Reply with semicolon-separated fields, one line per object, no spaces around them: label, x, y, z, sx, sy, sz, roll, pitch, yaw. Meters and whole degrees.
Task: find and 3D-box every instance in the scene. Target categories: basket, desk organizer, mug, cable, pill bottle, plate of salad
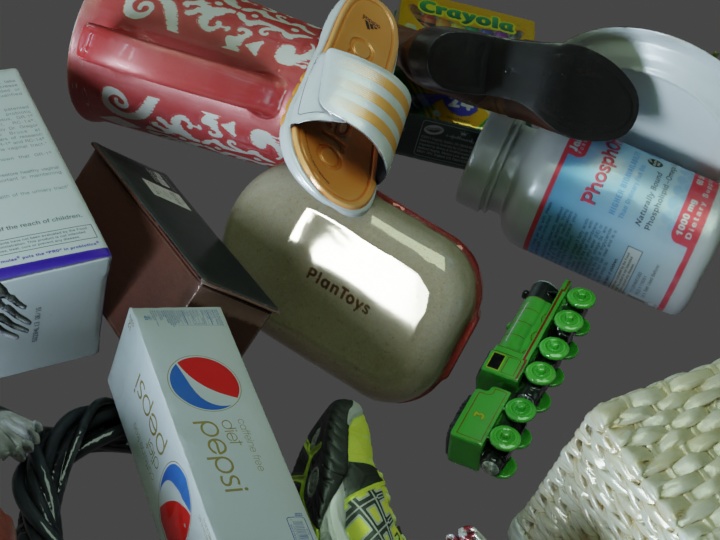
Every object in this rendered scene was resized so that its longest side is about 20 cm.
basket;0.234;0.173;0.959;0.199;0.161;0.199;-15;54;-26
desk organizer;-0.145;-0.003;1.071;0.072;0.077;0.200;24;15;-42
mug;-0.113;-0.139;1.148;0.199;0.134;0.178;20;37;16
cable;-0.130;0.157;0.932;0.162;0.051;0.201;1;46;-16
pill bottle;0.181;-0.052;1.194;0.199;0.109;0.109;24;45;7
plate of salad;0.236;-0.120;1.211;0.199;0.200;0.048;26;58;9

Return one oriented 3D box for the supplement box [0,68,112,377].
supplement box;-0.257;-0.035;1.053;0.103;0.101;0.200;-14;53;-28

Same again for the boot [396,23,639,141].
boot;0.100;-0.152;1.193;0.187;0.069;0.200;5;10;-17

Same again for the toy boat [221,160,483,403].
toy boat;0.000;0.000;1.103;0.199;0.131;0.131;32;16;14

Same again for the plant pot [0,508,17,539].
plant pot;-0.256;0.208;0.767;0.199;0.202;0.196;5;38;-12

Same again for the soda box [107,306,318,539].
soda box;-0.091;0.113;0.905;0.063;0.068;0.200;1;42;-28

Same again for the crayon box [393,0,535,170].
crayon box;0.085;-0.174;1.324;0.125;0.052;0.201;13;44;-5

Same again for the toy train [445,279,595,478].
toy train;0.118;0.073;1.106;0.056;0.042;0.200;19;44;17

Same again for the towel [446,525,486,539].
towel;0.129;0.242;0.884;0.023;0.144;0.200;-38;60;-2

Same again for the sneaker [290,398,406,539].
sneaker;-0.003;0.175;0.957;0.076;0.075;0.201;13;53;-19

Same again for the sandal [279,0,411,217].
sandal;-0.001;-0.132;1.051;0.079;0.059;0.208;28;49;-22

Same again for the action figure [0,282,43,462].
action figure;-0.254;0.088;0.877;0.102;0.200;0.119;45;49;10
